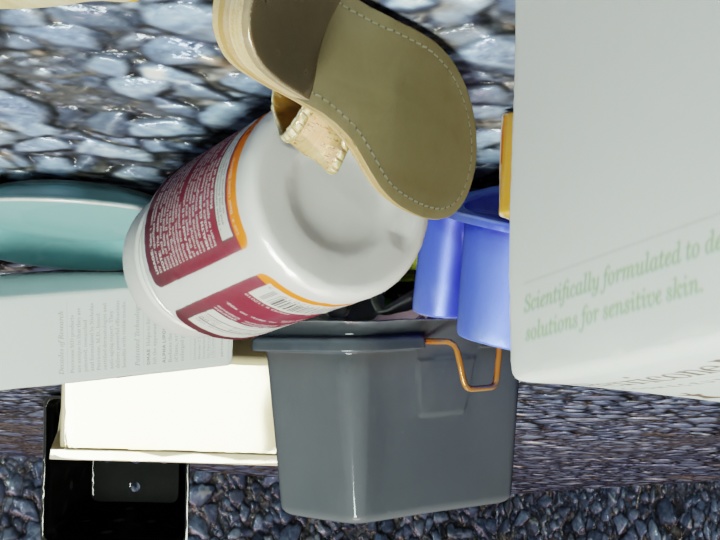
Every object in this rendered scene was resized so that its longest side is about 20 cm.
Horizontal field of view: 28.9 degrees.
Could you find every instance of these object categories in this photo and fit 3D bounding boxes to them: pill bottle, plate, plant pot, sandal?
[{"bbox_3d":[-0.058,-0.022,0.812,0.114,0.115,0.200,8,165,-29],"label":"pill bottle"},{"bbox_3d":[-0.198,-0.033,0.972,0.199,0.026,0.200,2,167,0],"label":"plate"},{"bbox_3d":[-0.331,0.273,1.967,0.199,0.200,0.177,1,178,-1],"label":"plant pot"},{"bbox_3d":[-0.017,-0.090,0.657,0.069,0.078,0.212,16,171,33],"label":"sandal"}]

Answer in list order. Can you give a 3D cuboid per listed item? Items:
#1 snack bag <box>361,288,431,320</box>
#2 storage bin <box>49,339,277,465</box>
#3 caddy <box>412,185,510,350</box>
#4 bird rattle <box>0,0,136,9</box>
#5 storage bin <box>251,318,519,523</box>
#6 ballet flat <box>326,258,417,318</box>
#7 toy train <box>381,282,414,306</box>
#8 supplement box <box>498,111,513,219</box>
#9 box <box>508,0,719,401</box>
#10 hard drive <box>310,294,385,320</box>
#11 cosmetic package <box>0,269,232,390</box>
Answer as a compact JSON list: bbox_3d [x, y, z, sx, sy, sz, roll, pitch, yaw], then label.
[{"bbox_3d":[0.122,0.037,1.102,0.188,0.021,0.200,22,142,-37],"label":"snack bag"},{"bbox_3d":[-0.157,0.091,1.220,0.199,0.094,0.199,2,-168,-5],"label":"storage bin"},{"bbox_3d":[0.128,-0.008,0.892,0.199,0.105,0.141,7,-172,-25],"label":"caddy"},{"bbox_3d":[-0.134,-0.133,0.465,0.163,0.113,0.200,-7,157,-20],"label":"bird rattle"},{"bbox_3d":[0.033,0.099,0.971,0.200,0.135,0.145,0,178,-43],"label":"storage bin"},{"bbox_3d":[0.000,0.000,1.005,0.199,0.067,0.067,-4,167,23],"label":"ballet flat"},{"bbox_3d":[0.112,0.019,1.147,0.199,0.042,0.056,3,177,-9],"label":"toy train"},{"bbox_3d":[0.171,-0.064,0.725,0.200,0.069,0.066,-11,162,36],"label":"supplement box"},{"bbox_3d":[0.164,-0.065,0.419,0.171,0.201,0.199,9,166,-22],"label":"box"},{"bbox_3d":[-0.010,0.054,1.125,0.027,0.132,0.200,-43,149,17],"label":"hard drive"},{"bbox_3d":[-0.205,0.039,1.048,0.199,0.074,0.102,-6,-169,-31],"label":"cosmetic package"}]
